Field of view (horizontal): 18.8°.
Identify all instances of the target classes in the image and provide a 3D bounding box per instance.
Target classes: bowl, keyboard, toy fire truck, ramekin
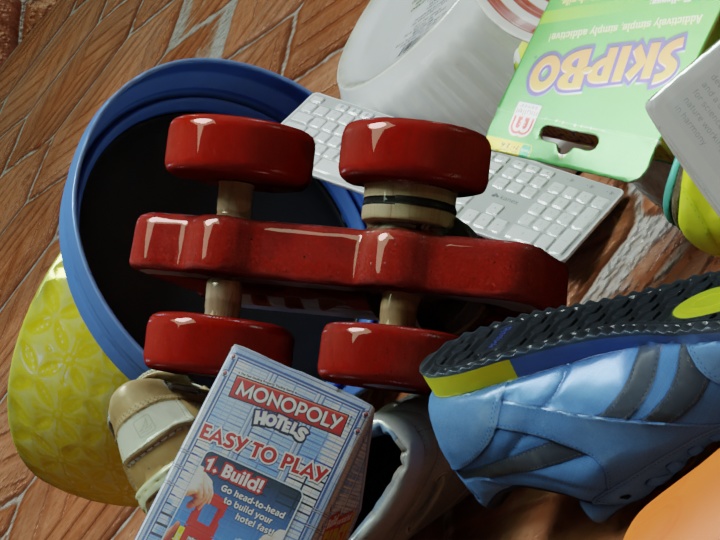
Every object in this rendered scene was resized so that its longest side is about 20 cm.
[{"bbox_3d":[-0.087,0.053,1.198,0.107,0.200,0.201,27,76,28],"label":"bowl"},{"bbox_3d":[0.035,-0.048,1.089,0.199,0.011,0.056,20,46,35],"label":"keyboard"},{"bbox_3d":[0.000,0.000,0.988,0.168,0.198,0.113,20,-106,-69],"label":"toy fire truck"},{"bbox_3d":[0.076,-0.129,1.186,0.200,0.105,0.201,-45,19,20],"label":"ramekin"},{"bbox_3d":[-0.065,-0.012,1.130,0.039,0.200,0.202,-37,22,51],"label":"bowl"}]

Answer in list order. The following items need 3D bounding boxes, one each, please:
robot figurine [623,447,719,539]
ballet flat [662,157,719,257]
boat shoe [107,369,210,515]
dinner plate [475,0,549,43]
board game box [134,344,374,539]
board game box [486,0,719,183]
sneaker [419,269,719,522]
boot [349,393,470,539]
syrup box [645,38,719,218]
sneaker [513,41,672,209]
[{"bbox_3d":[0.150,0.080,0.583,0.200,0.117,0.144,-43,4,28],"label":"robot figurine"},{"bbox_3d":[0.178,-0.101,0.873,0.067,0.067,0.202,17,95,38],"label":"ballet flat"},{"bbox_3d":[-0.077,0.078,1.015,0.071,0.076,0.200,-35,-9,-5],"label":"boat shoe"},{"bbox_3d":[0.129,-0.191,1.015,0.199,0.024,0.202,-20,57,35],"label":"dinner plate"},{"bbox_3d":[-0.050,0.136,0.812,0.200,0.061,0.201,41,-108,-77],"label":"board game box"},{"bbox_3d":[0.131,-0.129,0.936,0.095,0.030,0.201,16,74,46],"label":"board game box"},{"bbox_3d":[0.116,0.049,0.836,0.199,0.079,0.066,-15,12,36],"label":"sneaker"},{"bbox_3d":[-0.034,0.122,0.969,0.200,0.074,0.095,-44,-18,20],"label":"boot"},{"bbox_3d":[0.207,-0.093,0.776,0.200,0.082,0.079,-40,-8,25],"label":"syrup box"},{"bbox_3d":[0.144,-0.096,1.004,0.105,0.076,0.200,-40,29,-2],"label":"sneaker"}]
